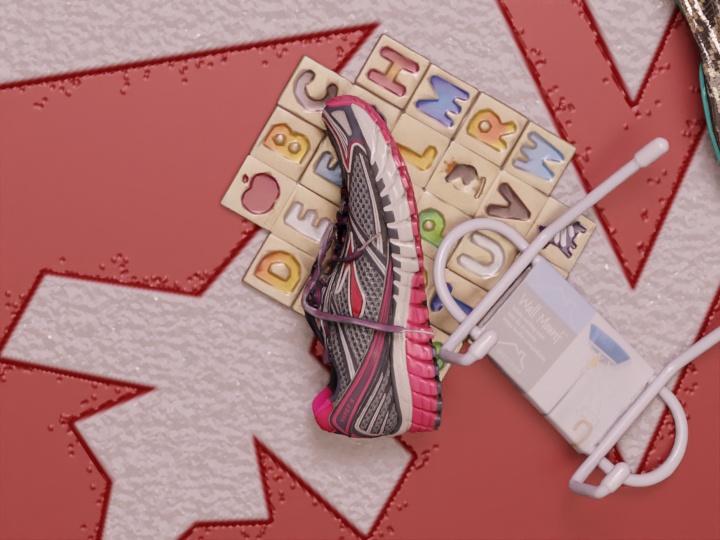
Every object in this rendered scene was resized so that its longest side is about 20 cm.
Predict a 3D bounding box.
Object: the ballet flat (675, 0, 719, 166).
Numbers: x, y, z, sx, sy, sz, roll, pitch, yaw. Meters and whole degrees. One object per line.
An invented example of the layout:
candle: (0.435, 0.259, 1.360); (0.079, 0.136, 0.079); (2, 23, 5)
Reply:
ballet flat: (0.219, -0.138, 1.604); (0.075, 0.068, 0.200); (-14, 98, 36)

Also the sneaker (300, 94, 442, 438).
sneaker: (0.000, 0.000, 1.601); (0.075, 0.081, 0.200); (-7, 99, -1)

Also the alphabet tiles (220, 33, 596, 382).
alphabet tiles: (0.028, -0.033, 1.642); (0.200, 0.006, 0.166); (30, 95, -7)

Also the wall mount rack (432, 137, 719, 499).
wall mount rack: (0.146, 0.028, 1.623); (0.200, 0.075, 0.174); (45, 77, -14)
